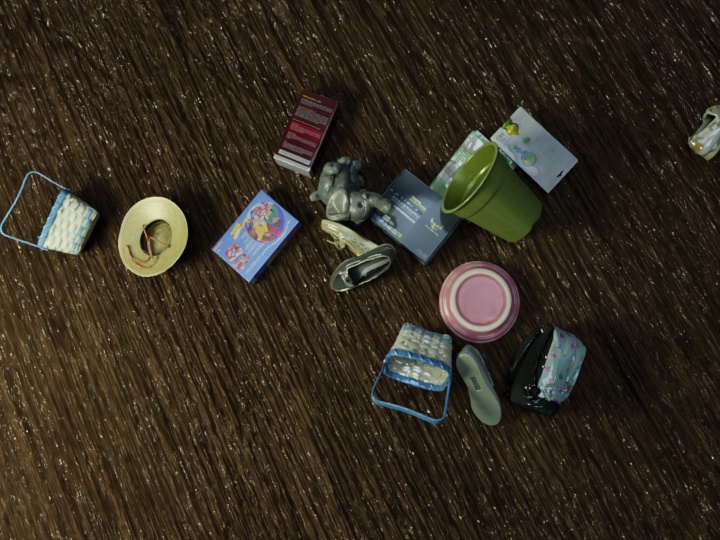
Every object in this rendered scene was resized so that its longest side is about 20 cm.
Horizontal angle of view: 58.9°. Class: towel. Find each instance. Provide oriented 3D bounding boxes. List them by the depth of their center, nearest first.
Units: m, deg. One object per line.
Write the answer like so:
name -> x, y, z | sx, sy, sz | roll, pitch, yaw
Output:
towel -> 0.286, -0.242, 1.625 | 0.149, 0.031, 0.201 | 39, 86, 11

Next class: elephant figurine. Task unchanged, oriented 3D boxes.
elephant figurine -> -0.025, -0.169, 1.575 | 0.139, 0.156, 0.202 | -15, 61, -18

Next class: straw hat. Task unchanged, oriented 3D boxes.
straw hat -> -0.518, -0.081, 1.642 | 0.197, 0.085, 0.206 | -1, 83, 10

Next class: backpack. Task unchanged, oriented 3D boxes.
backpack -> 0.431, 0.230, 1.479 | 0.125, 0.167, 0.203 | 27, 80, -11

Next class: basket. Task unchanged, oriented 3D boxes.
basket -> 0.134, 0.241, 1.483 | 0.173, 0.140, 0.202 | 18, 53, 8
basket -> -0.792, -0.133, 1.637 | 0.198, 0.139, 0.179 | 28, 82, -22

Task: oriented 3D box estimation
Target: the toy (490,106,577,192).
toy -> 0.435, -0.301, 1.612 | 0.115, 0.047, 0.200 | -45, 86, -4

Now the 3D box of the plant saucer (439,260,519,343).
plant saucer -> 0.292, 0.075, 1.560 | 0.196, 0.051, 0.205 | -1, 80, 5

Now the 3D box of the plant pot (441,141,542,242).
plant pot -> 0.327, -0.169, 1.530 | 0.189, 0.200, 0.202 | 34, 84, -16

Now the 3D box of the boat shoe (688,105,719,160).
boat shoe -> 0.886, -0.376, 1.571 | 0.068, 0.075, 0.202 | 33, 85, 4

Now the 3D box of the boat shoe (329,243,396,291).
boat shoe -> 0.000, 0.000, 1.559 | 0.198, 0.057, 0.067 | -30, 109, 22

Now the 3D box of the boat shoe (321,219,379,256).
boat shoe -> -0.019, -0.063, 1.600 | 0.198, 0.073, 0.063 | 30, 90, 6

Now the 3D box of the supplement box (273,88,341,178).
supplement box -> -0.138, -0.358, 1.668 | 0.107, 0.061, 0.203 | 22, 84, 8

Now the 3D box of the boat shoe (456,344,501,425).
boat shoe -> 0.287, 0.267, 1.509 | 0.069, 0.072, 0.204 | -16, 107, 30

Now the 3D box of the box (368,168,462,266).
box -> 0.139, -0.134, 1.609 | 0.199, 0.051, 0.158 | 40, 85, 10

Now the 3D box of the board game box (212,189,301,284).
board game box -> -0.265, -0.086, 1.640 | 0.134, 0.045, 0.201 | 39, 86, 10
